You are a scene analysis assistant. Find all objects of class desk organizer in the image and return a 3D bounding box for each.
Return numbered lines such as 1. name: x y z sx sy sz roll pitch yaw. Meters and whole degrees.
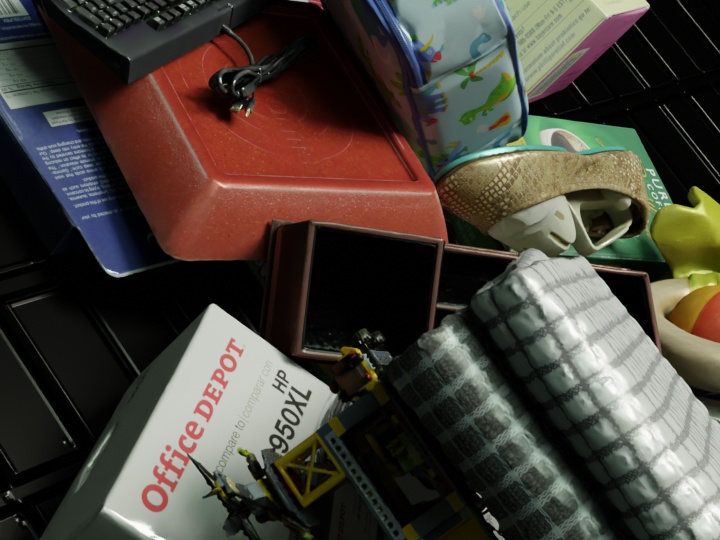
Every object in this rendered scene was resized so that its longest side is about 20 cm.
1. desk organizer: 0.055 0.021 0.838 0.200 0.077 0.072 8 87 -15

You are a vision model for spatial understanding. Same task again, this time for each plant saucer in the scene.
1. plant saucer: -0.057 -0.091 0.924 0.200 0.037 0.200 0 49 -42

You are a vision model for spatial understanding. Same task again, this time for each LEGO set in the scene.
1. LEGO set: 0.016 0.137 0.681 0.200 0.116 0.154 54 10 4

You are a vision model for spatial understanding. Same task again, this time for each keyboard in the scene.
1. keyboard: -0.083 -0.146 0.915 0.127 0.021 0.200 40 36 5

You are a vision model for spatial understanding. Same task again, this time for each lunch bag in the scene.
1. lunch bag: 0.028 -0.154 0.985 0.161 0.082 0.200 61 -1 21

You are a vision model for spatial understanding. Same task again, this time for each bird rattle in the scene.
1. bird rattle: 0.243 0.045 1.038 0.163 0.113 0.200 -16 41 -39

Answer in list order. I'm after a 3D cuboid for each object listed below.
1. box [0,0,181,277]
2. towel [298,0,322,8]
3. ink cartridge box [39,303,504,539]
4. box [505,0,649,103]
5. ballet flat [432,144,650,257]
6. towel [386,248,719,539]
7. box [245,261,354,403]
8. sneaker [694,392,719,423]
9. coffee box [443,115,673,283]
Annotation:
1. box: -0.150 -0.078 0.898 0.121 0.032 0.200 -17 65 -49
2. towel: -0.038 -0.193 1.121 0.200 0.023 0.144 13 46 -34
3. ink cartridge box: -0.033 0.133 0.764 0.200 0.084 0.145 36 39 -11
4. box: 0.091 -0.222 1.173 0.200 0.097 0.176 49 21 4
5. ballet flat: 0.121 -0.040 1.011 0.200 0.070 0.065 -8 72 -48
6. towel: 0.095 0.074 0.679 0.166 0.086 0.200 52 11 5
7. box: 0.000 0.000 0.954 0.117 0.048 0.200 -13 62 -48
8. sneaker: 0.253 0.107 1.078 0.200 0.081 0.146 23 25 -10
9. coffee box: 0.135 -0.046 1.124 0.200 0.044 0.123 1 55 -42
